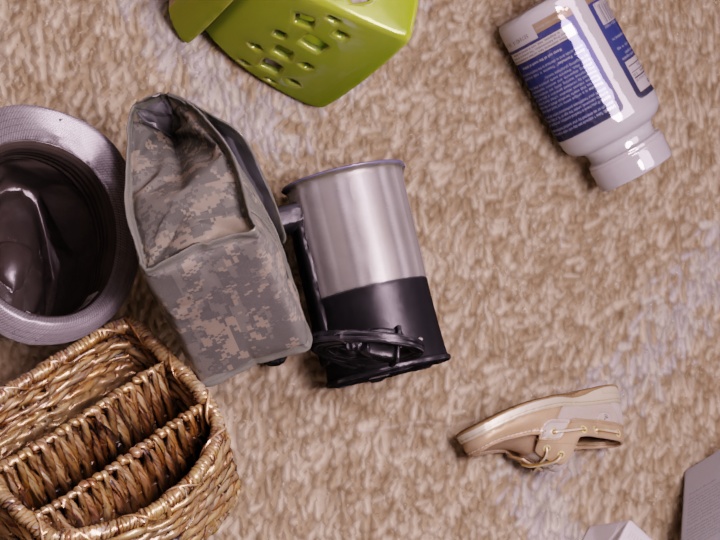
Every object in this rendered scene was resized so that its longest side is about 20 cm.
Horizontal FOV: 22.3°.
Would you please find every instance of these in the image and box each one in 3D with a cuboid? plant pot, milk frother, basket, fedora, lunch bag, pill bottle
[{"bbox_3d":[-0.059,-0.288,1.648,0.181,0.200,0.200,18,69,-22],"label":"plant pot"},{"bbox_3d":[0.000,0.000,1.604,0.180,0.200,0.189,-10,83,-32],"label":"milk frother"},{"bbox_3d":[-0.200,0.153,1.440,0.200,0.142,0.150,-31,124,-35],"label":"basket"},{"bbox_3d":[-0.274,-0.025,1.496,0.176,0.090,0.201,10,65,-32],"label":"fedora"},{"bbox_3d":[-0.125,-0.035,1.506,0.117,0.164,0.200,-21,48,0],"label":"lunch bag"},{"bbox_3d":[0.234,-0.187,1.857,0.111,0.111,0.201,-33,96,-34],"label":"pill bottle"}]

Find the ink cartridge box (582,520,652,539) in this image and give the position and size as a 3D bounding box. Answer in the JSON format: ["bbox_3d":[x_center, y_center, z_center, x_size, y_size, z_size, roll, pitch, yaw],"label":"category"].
[{"bbox_3d":[0.286,0.351,1.777,0.200,0.067,0.117,43,59,-15],"label":"ink cartridge box"}]

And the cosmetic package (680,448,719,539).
[{"bbox_3d":[0.373,0.256,1.790,0.071,0.101,0.200,45,31,-16],"label":"cosmetic package"}]

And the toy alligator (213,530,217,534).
[{"bbox_3d":[-0.154,0.242,1.527,0.059,0.054,0.201,28,64,-24],"label":"toy alligator"}]

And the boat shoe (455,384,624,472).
[{"bbox_3d":[0.182,0.159,1.756,0.199,0.074,0.069,-10,77,-35],"label":"boat shoe"}]
